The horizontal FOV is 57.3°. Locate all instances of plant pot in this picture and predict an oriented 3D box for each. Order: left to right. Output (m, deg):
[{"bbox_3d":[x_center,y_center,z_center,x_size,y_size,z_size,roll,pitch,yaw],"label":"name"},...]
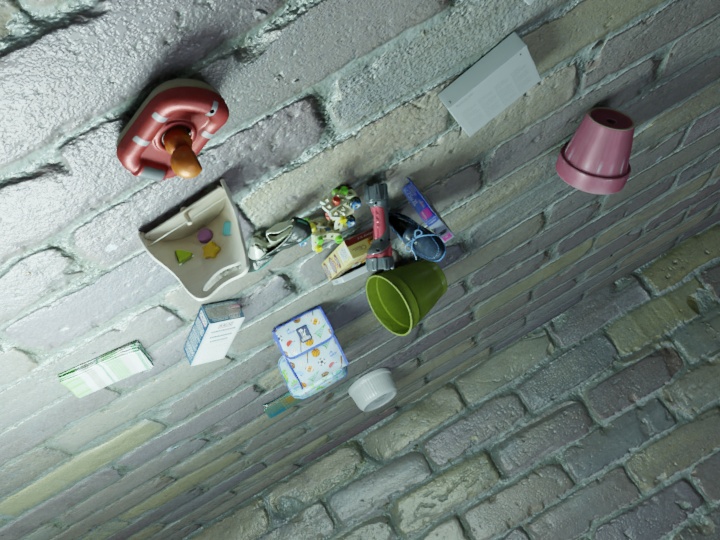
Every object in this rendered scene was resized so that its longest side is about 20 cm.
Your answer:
[{"bbox_3d":[0.153,0.062,1.981,0.193,0.200,0.201,-30,158,-28],"label":"plant pot"},{"bbox_3d":[0.655,-0.336,1.802,0.199,0.200,0.180,-17,136,-27],"label":"plant pot"}]

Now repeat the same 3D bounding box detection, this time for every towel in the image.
[{"bbox_3d":[-0.624,0.253,1.636,0.199,0.031,0.149,-24,153,-13],"label":"towel"},{"bbox_3d":[-0.266,0.484,2.471,0.199,0.022,0.147,-28,156,-11],"label":"towel"}]

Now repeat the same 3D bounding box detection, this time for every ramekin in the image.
[{"bbox_3d":[0.058,0.507,2.768,0.199,0.105,0.200,-24,154,-13],"label":"ramekin"}]

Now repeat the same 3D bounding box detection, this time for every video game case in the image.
[{"bbox_3d":[0.000,0.000,1.770,0.143,0.018,0.200,-25,-179,-10],"label":"video game case"}]

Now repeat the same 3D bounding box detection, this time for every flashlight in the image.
[{"bbox_3d":[0.038,-0.100,1.534,0.068,0.201,0.068,-6,-177,5],"label":"flashlight"}]

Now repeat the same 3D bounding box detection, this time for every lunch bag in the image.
[{"bbox_3d":[-0.151,0.223,1.955,0.169,0.124,0.201,-27,112,-9],"label":"lunch bag"},{"bbox_3d":[-0.151,0.301,2.097,0.200,0.161,0.082,-32,161,6],"label":"lunch bag"}]

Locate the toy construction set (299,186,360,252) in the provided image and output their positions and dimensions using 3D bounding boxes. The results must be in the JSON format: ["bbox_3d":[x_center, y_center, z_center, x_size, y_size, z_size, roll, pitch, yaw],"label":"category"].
[{"bbox_3d":[-0.068,-0.124,1.499,0.131,0.092,0.200,-17,162,-27],"label":"toy construction set"}]

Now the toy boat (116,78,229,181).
[{"bbox_3d":[-0.288,-0.202,1.050,0.200,0.131,0.130,-43,153,25],"label":"toy boat"}]

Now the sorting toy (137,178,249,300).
[{"bbox_3d":[-0.297,-0.041,1.279,0.200,0.180,0.107,-32,155,3],"label":"sorting toy"}]

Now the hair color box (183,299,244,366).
[{"bbox_3d":[-0.380,0.162,1.701,0.100,0.061,0.200,-10,148,-38],"label":"hair color box"}]

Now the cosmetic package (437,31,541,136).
[{"bbox_3d":[0.280,-0.395,1.419,0.200,0.052,0.151,-37,156,14],"label":"cosmetic package"}]

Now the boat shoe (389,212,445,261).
[{"bbox_3d":[0.129,-0.081,1.656,0.068,0.200,0.084,17,102,-45],"label":"boat shoe"}]

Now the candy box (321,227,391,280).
[{"bbox_3d":[-0.014,-0.043,1.658,0.115,0.055,0.200,-24,174,-24],"label":"candy box"}]

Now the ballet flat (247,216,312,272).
[{"bbox_3d":[-0.201,-0.066,1.475,0.200,0.068,0.068,-31,139,20],"label":"ballet flat"}]

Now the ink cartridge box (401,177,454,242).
[{"bbox_3d":[0.167,-0.150,1.662,0.042,0.120,0.200,-36,155,8],"label":"ink cartridge box"}]

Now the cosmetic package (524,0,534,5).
[{"bbox_3d":[0.326,-0.569,1.124,0.200,0.071,0.101,-44,152,25],"label":"cosmetic package"}]
